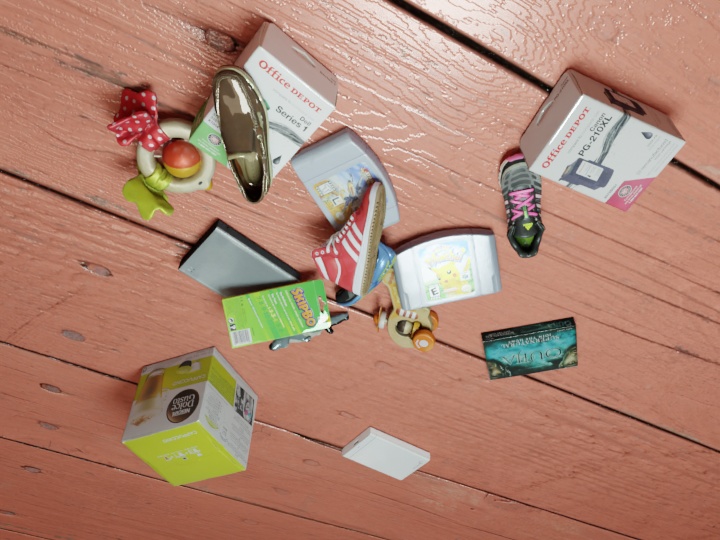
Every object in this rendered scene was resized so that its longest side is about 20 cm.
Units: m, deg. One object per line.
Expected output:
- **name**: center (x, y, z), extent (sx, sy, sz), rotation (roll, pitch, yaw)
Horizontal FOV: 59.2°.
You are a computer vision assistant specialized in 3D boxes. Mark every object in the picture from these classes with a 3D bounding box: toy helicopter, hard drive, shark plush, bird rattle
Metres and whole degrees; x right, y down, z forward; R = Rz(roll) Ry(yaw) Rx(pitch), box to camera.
- **toy helicopter**: center (0.075, 0.074, 1.277), extent (0.129, 0.079, 0.203), rotation (-8, 122, 21)
- **hard drive**: center (0.067, 0.484, 1.665), extent (0.198, 0.027, 0.132), rotation (28, 127, -23)
- **hard drive**: center (-0.232, 0.002, 1.228), extent (0.198, 0.033, 0.139), rotation (34, 124, -27)
- **shark plush**: center (-0.116, 0.104, 1.275), extent (0.195, 0.091, 0.085), rotation (3, 112, -9)
- **bird rattle**: center (-0.317, -0.194, 1.034), extent (0.159, 0.113, 0.204), rotation (-2, 121, -13)

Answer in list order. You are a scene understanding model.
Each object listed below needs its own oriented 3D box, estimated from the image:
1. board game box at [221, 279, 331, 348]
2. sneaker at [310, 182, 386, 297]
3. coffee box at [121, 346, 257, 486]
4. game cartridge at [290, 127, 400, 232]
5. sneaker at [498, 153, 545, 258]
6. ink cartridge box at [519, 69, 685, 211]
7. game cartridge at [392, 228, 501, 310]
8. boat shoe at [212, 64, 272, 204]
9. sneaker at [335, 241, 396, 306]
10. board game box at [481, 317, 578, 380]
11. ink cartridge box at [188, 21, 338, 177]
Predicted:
- **board game box**: center (-0.159, 0.081, 1.217), extent (0.195, 0.030, 0.098), rotation (-11, 97, -1)
- **sneaker**: center (-0.022, -0.063, 1.092), extent (0.110, 0.071, 0.204), rotation (19, 112, 18)
- **coffee box**: center (-0.372, 0.329, 1.414), extent (0.196, 0.200, 0.202), rotation (-17, 131, 16)
- **game cartridge**: center (-0.015, -0.142, 1.093), extent (0.131, 0.042, 0.201), rotation (-18, 129, 22)
- **sneaker**: center (0.282, -0.102, 1.087), extent (0.072, 0.088, 0.202), rotation (-8, 132, 9)
- **ink cartridge box**: center (0.374, -0.201, 0.998), extent (0.196, 0.085, 0.146), rotation (18, 130, -15)
- **game cartridge**: center (0.160, -0.006, 1.184), extent (0.195, 0.041, 0.136), rotation (-12, 109, 5)
- **boat shoe**: center (-0.165, -0.187, 0.910), extent (0.073, 0.076, 0.205), rotation (-6, 132, 8)
- **sneaker**: center (0.000, 0.000, 1.203), extent (0.083, 0.070, 0.200), rotation (47, 141, 9)
- **board game box**: center (0.369, 0.173, 1.376), extent (0.195, 0.028, 0.137), rotation (-11, 130, 11)
- **ink cartridge box**: center (-0.147, -0.245, 0.966), extent (0.145, 0.085, 0.199), rotation (32, 126, -25)
